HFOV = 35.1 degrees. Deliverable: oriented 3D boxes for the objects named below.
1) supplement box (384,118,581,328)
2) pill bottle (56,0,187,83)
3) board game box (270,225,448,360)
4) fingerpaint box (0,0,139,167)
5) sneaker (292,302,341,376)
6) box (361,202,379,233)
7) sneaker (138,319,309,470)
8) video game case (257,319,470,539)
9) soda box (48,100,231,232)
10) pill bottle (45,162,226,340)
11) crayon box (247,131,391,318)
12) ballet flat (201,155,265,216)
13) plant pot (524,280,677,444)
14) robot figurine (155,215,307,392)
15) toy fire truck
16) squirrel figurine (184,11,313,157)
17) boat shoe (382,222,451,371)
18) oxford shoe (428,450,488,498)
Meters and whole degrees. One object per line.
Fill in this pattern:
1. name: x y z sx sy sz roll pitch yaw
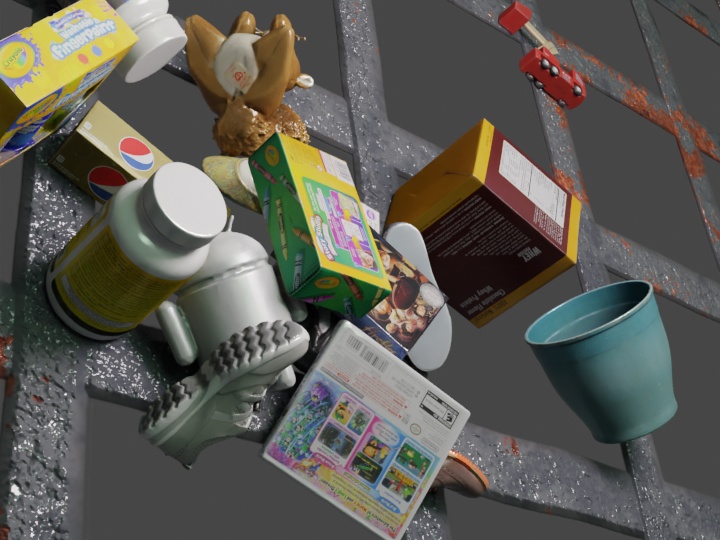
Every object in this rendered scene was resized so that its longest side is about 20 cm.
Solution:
1. supplement box: 0.171 -0.062 1.603 0.200 0.197 0.133 37 40 -18
2. pill bottle: -0.306 -0.336 1.383 0.201 0.114 0.114 53 37 1
3. board game box: 0.002 0.008 1.380 0.200 0.035 0.136 42 39 0
4. fingerpaint box: -0.345 -0.184 1.179 0.073 0.167 0.200 47 37 -7
5. sneaker: -0.059 0.038 1.382 0.114 0.075 0.201 34 41 -22
6. box: 0.000 0.000 1.504 0.039 0.041 0.201 27 45 -30
7. sneaker: -0.129 0.126 1.167 0.082 0.199 0.075 51 10 -24
8. video game case: 0.008 0.187 1.300 0.200 0.024 0.183 37 74 -19
9. soda box: -0.247 -0.095 1.293 0.200 0.068 0.064 39 39 -18
10. pill bottle: -0.225 -0.020 1.150 0.112 0.200 0.113 27 45 -30
11. crayon box: -0.048 -0.053 1.301 0.118 0.058 0.201 20 41 -44
12. ballet flat: -0.107 -0.097 1.446 0.199 0.071 0.071 35 41 -22
13. plant pot: 0.369 0.143 1.674 0.200 0.199 0.189 -39 107 -53
14. robot figurine: -0.139 0.045 1.245 0.169 0.113 0.201 -19 88 -32
15. toy fire truck: 0.353 -0.414 2.196 0.199 0.049 0.142 32 42 -25
16. squirrel figurine: -0.133 -0.237 1.492 0.187 0.140 0.202 -38 128 -76
17. boat shoe: 0.066 0.034 1.520 0.073 0.068 0.201 -21 96 -10
18. oxford shoe: 0.070 0.245 1.377 0.199 0.071 0.073 28 64 -24
